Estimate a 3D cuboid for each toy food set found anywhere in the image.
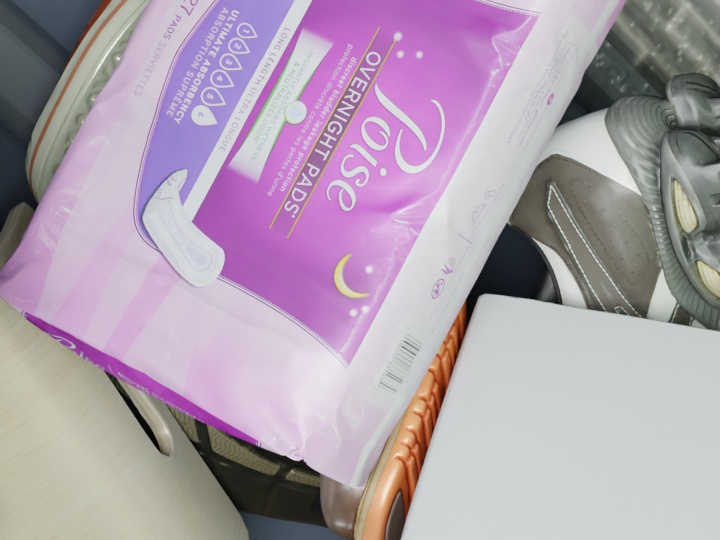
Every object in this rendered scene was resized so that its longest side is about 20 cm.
[{"bbox_3d":[-0.155,0.086,0.915,0.200,0.060,0.144,-31,114,3],"label":"toy food set"}]

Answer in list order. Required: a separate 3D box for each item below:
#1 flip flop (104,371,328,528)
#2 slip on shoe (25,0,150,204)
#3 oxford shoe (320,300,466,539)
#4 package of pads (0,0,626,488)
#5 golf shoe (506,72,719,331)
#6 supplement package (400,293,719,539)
[{"bbox_3d":[-0.012,0.043,0.964,0.200,0.058,0.081,20,131,-19],"label":"flip flop"},{"bbox_3d":[-0.046,-0.101,0.914,0.074,0.061,0.200,31,88,-39],"label":"slip on shoe"},{"bbox_3d":[0.000,0.000,0.916,0.073,0.071,0.200,6,58,4],"label":"oxford shoe"},{"bbox_3d":[-0.007,-0.047,0.840,0.120,0.076,0.200,28,87,17],"label":"package of pads"},{"bbox_3d":[0.103,0.028,0.947,0.094,0.078,0.200,-12,118,17],"label":"golf shoe"},{"bbox_3d":[0.079,0.124,0.908,0.117,0.117,0.200,10,134,11],"label":"supplement package"}]
